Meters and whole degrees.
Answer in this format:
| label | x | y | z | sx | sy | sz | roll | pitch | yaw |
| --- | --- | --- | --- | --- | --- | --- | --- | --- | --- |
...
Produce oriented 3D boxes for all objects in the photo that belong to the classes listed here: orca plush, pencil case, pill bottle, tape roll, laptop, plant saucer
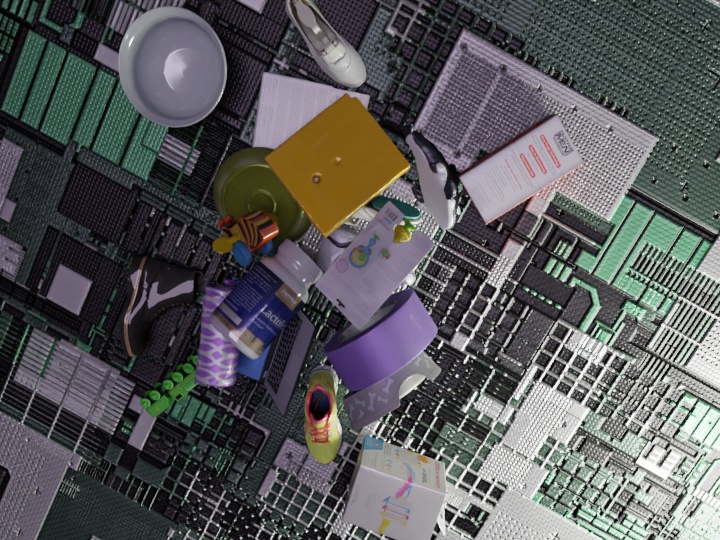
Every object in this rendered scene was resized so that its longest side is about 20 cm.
| label | x | y | z | sx | sy | sz | roll | pitch | yaw |
| --- | --- | --- | --- | --- | --- | --- | --- | --- | --- |
| orca plush | 0.139 | -0.179 | 1.197 | 0.071 | 0.105 | 0.202 | -31 | 88 | -34 |
| pencil case | -0.265 | 0.123 | 1.250 | 0.082 | 0.085 | 0.204 | 9 | 96 | 8 |
| pill bottle | -0.165 | 0.049 | 1.171 | 0.115 | 0.116 | 0.201 | 41 | 82 | -3 |
| tape roll | 0.035 | 0.123 | 1.183 | 0.199 | 0.200 | 0.086 | -34 | 96 | 11 |
| laptop | -0.196 | 0.143 | 1.258 | 0.114 | 0.200 | 0.190 | 12 | 106 | -31 |
| plant saucer | -0.182 | -0.127 | 1.214 | 0.196 | 0.031 | 0.203 | 3 | 118 | 5 |

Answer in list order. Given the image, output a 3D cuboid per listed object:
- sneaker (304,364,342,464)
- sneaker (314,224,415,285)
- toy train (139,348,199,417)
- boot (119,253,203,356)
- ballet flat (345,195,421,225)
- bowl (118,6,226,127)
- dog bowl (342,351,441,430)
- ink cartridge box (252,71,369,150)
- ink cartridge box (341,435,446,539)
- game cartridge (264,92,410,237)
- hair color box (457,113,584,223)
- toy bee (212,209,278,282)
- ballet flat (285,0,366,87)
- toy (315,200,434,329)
| label | x | y | z | sx | sy | sz | roll | pitch | yaw |
| --- | --- | --- | --- | --- | --- | --- | --- | --- | --- |
| sneaker | -0.081 | 0.295 | 1.286 | 0.077 | 0.090 | 0.204 | -3 | 102 | 5 |
| sneaker | 0.000 | 0.000 | 1.229 | 0.198 | 0.075 | 0.116 | 30 | 104 | 5 |
| toy train | -0.367 | 0.229 | 1.322 | 0.199 | 0.042 | 0.057 | -37 | 105 | 17 |
| boot | -0.391 | 0.080 | 1.287 | 0.136 | 0.078 | 0.203 | 10 | 103 | -1 |
| ballet flat | 0.012 | -0.109 | 1.205 | 0.197 | 0.070 | 0.070 | 17 | 103 | -2 |
| bowl | -0.324 | -0.362 | 1.180 | 0.197 | 0.090 | 0.205 | 1 | 102 | 6 |
| dog bowl | 0.052 | 0.213 | 1.205 | 0.199 | 0.200 | 0.059 | -35 | 86 | 11 |
| ink cartridge box | -0.094 | -0.263 | 1.204 | 0.197 | 0.050 | 0.164 | 10 | 102 | -6 |
| ink cartridge box | 0.080 | 0.434 | 1.278 | 0.197 | 0.129 | 0.127 | 18 | 103 | 1 |
| game cartridge | -0.040 | -0.188 | 1.152 | 0.199 | 0.032 | 0.177 | -38 | 87 | -6 |
| hair color box | 0.283 | -0.181 | 1.168 | 0.198 | 0.061 | 0.102 | -31 | 97 | 12 |
| toy bee | -0.219 | -0.059 | 1.178 | 0.109 | 0.130 | 0.200 | 52 | 126 | 6 |
| ballet flat | -0.067 | -0.408 | 1.157 | 0.069 | 0.069 | 0.201 | -38 | 96 | 12 |
| toy | 0.028 | -0.008 | 1.158 | 0.115 | 0.047 | 0.200 | 43 | 98 | 14 |
